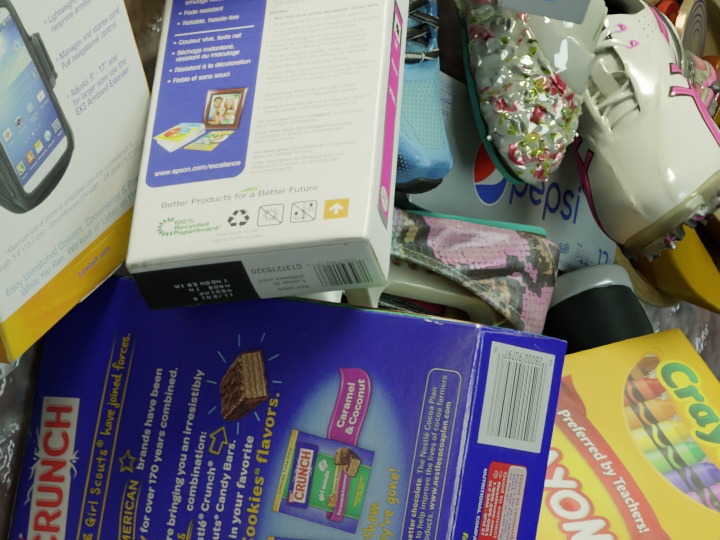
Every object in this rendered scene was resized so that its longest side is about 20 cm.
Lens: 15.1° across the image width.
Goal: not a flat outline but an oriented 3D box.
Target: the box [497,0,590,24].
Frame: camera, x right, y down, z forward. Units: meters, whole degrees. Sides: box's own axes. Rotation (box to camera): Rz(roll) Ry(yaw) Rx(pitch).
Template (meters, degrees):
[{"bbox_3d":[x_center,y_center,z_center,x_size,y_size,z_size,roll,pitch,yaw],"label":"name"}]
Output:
[{"bbox_3d":[0.079,-0.217,1.151,0.200,0.041,0.156,-106,-149,-59],"label":"box"}]

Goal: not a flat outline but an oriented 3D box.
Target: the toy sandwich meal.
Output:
[{"bbox_3d":[0.192,-0.065,1.481,0.205,0.070,0.205,-15,108,-55],"label":"toy sandwich meal"}]

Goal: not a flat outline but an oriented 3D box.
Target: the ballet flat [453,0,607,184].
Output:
[{"bbox_3d":[0.078,-0.128,1.232,0.076,0.064,0.200,40,33,-41],"label":"ballet flat"}]

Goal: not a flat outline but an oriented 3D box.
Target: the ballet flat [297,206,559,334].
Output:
[{"bbox_3d":[0.000,0.000,1.142,0.200,0.069,0.071,14,69,-31],"label":"ballet flat"}]

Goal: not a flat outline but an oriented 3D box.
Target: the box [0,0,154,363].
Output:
[{"bbox_3d":[-0.136,-0.081,1.008,0.119,0.041,0.200,-45,129,-44],"label":"box"}]

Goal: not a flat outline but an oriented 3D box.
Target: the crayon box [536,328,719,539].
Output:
[{"bbox_3d":[0.108,0.097,1.165,0.200,0.127,0.051,-13,142,-30],"label":"crayon box"}]

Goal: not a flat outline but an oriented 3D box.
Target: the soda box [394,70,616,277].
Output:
[{"bbox_3d":[0.049,-0.042,1.269,0.200,0.068,0.063,21,77,-56],"label":"soda box"}]

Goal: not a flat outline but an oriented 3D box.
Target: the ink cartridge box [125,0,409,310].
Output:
[{"bbox_3d":[-0.032,-0.076,1.062,0.037,0.095,0.200,65,23,-51],"label":"ink cartridge box"}]

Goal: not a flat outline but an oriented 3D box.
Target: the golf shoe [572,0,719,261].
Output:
[{"bbox_3d":[0.122,-0.073,1.260,0.092,0.073,0.200,46,17,-19],"label":"golf shoe"}]

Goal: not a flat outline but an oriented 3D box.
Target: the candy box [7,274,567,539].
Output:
[{"bbox_3d":[-0.035,0.093,1.044,0.077,0.200,0.169,15,84,-59],"label":"candy box"}]

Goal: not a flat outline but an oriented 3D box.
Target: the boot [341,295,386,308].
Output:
[{"bbox_3d":[-0.007,0.073,1.199,0.200,0.075,0.097,-43,127,-47],"label":"boot"}]

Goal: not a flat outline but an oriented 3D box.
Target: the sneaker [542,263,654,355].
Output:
[{"bbox_3d":[0.130,0.076,1.356,0.200,0.071,0.099,62,11,-68],"label":"sneaker"}]

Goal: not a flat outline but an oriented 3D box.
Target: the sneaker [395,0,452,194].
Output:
[{"bbox_3d":[0.007,-0.131,1.126,0.078,0.090,0.200,-4,79,-57],"label":"sneaker"}]
